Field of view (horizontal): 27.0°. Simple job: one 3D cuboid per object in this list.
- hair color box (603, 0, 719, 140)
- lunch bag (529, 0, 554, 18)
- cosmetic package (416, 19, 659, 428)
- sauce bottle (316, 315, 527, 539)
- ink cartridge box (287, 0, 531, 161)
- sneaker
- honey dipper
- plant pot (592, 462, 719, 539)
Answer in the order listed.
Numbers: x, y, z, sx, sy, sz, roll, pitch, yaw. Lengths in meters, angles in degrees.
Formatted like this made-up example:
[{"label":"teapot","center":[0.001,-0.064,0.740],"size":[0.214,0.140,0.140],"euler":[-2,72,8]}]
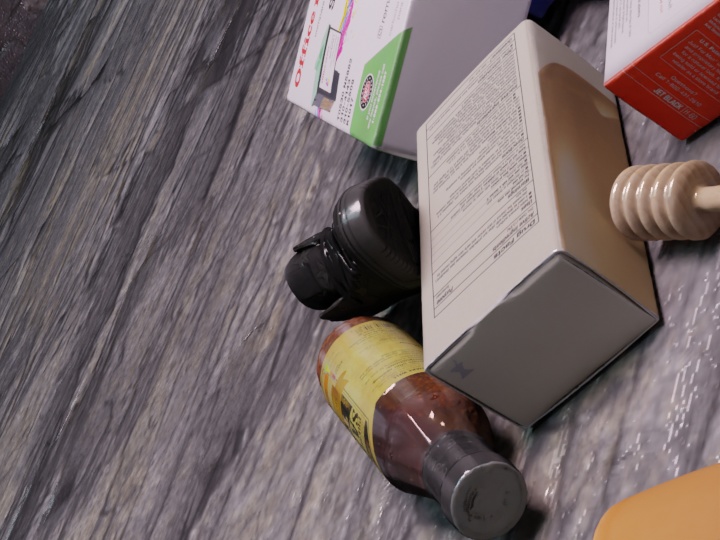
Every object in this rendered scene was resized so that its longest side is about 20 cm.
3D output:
[{"label":"hair color box","center":[0.206,-0.159,0.716],"size":[0.200,0.061,0.102],"euler":[-37,32,45]},{"label":"lunch bag","center":[0.139,-0.261,0.954],"size":[0.150,0.093,0.202],"euler":[19,90,64]},{"label":"cosmetic package","center":[0.087,-0.029,0.793],"size":[0.105,0.071,0.201],"euler":[-43,29,33]},{"label":"sauce bottle","center":[0.030,0.081,0.792],"size":[0.066,0.066,0.200],"euler":[-58,21,4]},{"label":"ink cartridge box","center":[0.029,-0.159,1.003],"size":[0.200,0.083,0.147],"euler":[-142,65,-66]},{"label":"sneaker","center":[-0.001,-0.003,0.865],"size":[0.103,0.199,0.061],"euler":[-22,81,19]},{"label":"honey dipper","center":[0.185,-0.031,0.651],"size":[0.199,0.038,0.038],"euler":[3,65,60]},{"label":"plant pot","center":[0.161,0.119,0.351],"size":[0.139,0.200,0.201],"euler":[-30,34,21]}]
